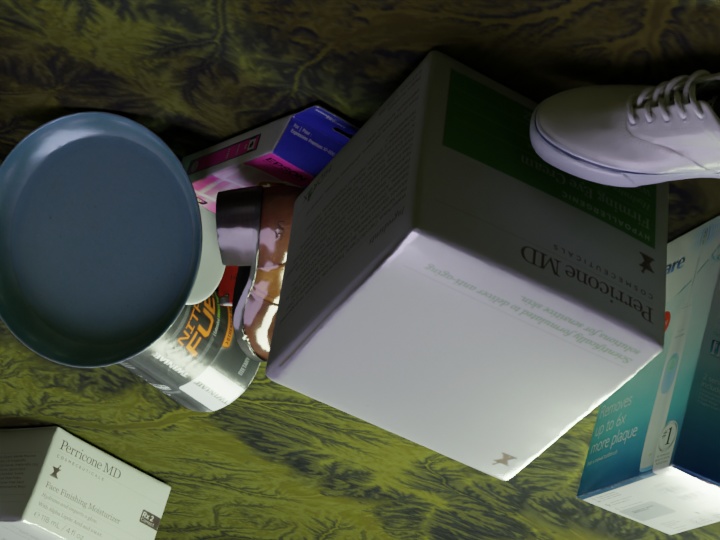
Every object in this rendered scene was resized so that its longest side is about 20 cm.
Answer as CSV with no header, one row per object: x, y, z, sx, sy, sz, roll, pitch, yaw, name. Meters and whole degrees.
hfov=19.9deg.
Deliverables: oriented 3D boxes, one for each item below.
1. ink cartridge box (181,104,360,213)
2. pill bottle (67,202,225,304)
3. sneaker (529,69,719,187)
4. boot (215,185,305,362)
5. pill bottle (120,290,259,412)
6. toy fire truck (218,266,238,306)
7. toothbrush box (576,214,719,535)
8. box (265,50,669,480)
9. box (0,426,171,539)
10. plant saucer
-0.054,-0.073,1.566,0.095,0.037,0.200,28,154,-27,ink cartridge box
-0.212,-0.021,1.693,0.200,0.113,0.113,4,156,37,pill bottle
0.204,-0.096,1.275,0.200,0.073,0.071,3,147,11,sneaker
0.000,0.000,1.566,0.200,0.069,0.188,-2,132,4,boot
-0.186,0.043,1.850,0.106,0.106,0.200,-1,153,39,pill bottle
-0.030,0.006,1.698,0.141,0.049,0.200,5,174,-18,toy fire truck
0.245,0.075,1.471,0.085,0.200,0.146,24,159,-14,toothbrush box
0.073,0.001,1.389,0.199,0.171,0.200,25,138,-19,box
-0.388,0.296,2.600,0.199,0.131,0.200,33,153,-35,box
-0.208,-0.024,1.607,0.200,0.200,0.027,8,-179,23,plant saucer
